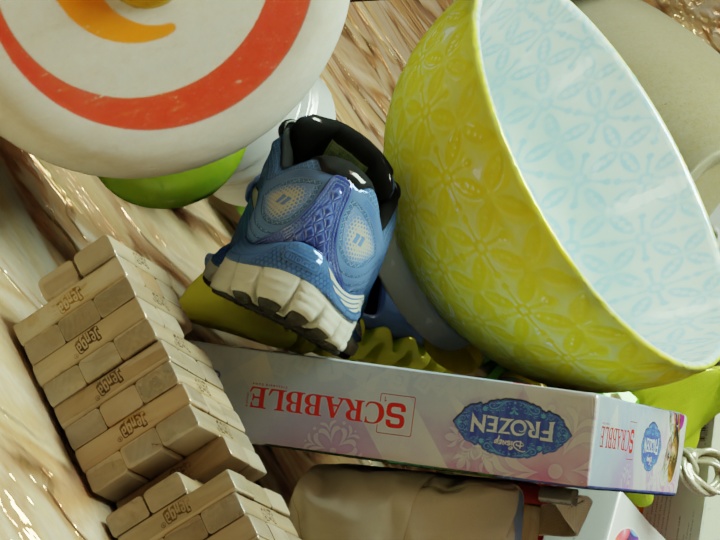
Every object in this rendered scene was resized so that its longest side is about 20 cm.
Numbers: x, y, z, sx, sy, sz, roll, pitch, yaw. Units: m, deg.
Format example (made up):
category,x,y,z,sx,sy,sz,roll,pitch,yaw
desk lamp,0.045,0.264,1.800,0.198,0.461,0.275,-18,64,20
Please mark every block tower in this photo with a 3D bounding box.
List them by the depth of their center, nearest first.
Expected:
category,x,y,z,sx,sy,sz,roll,pitch,yaw
block tower,-0.066,0.087,1.159,0.200,0.054,0.058,62,13,25

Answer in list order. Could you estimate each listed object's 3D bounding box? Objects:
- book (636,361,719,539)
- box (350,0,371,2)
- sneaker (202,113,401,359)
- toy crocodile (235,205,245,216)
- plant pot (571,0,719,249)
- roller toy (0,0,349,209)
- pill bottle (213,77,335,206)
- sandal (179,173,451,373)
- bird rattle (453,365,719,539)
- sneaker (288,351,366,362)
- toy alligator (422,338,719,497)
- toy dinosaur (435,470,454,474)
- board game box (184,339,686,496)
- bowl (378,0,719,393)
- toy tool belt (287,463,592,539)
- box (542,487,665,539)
category,x,y,z,sx,sy,sz,roll,pitch,yaw
book,0.156,0.114,1.638,0.048,0.134,0.200,10,-6,-19
box,0.009,-0.167,1.586,0.198,0.200,0.050,-10,99,-56
sneaker,-0.016,-0.016,1.284,0.078,0.089,0.200,28,-2,-5
toy crocodile,-0.057,-0.073,1.603,0.200,0.067,0.062,50,10,8
plant pot,0.156,-0.042,1.576,0.187,0.187,0.200,51,-9,-24
roller toy,-0.102,-0.134,1.246,0.200,0.183,0.140,29,2,-18
pill bottle,-0.094,-0.111,1.461,0.200,0.112,0.112,42,18,-53
sandal,0.000,0.000,1.454,0.079,0.087,0.200,16,2,37
bird rattle,0.105,0.097,1.563,0.113,0.200,0.163,-18,57,-34
sneaker,0.015,0.036,1.595,0.075,0.081,0.200,57,12,-4
toy alligator,0.088,0.051,1.431,0.200,0.059,0.054,38,-30,-10
toy dinosaur,0.063,0.060,1.708,0.200,0.101,0.058,-107,-163,-48
board game box,0.026,0.065,1.302,0.200,0.199,0.041,18,80,-72
bowl,0.068,-0.022,1.337,0.200,0.108,0.200,44,29,-32
toy tool belt,0.027,0.148,1.295,0.200,0.125,0.123,15,81,-70
box,0.138,0.220,1.470,0.200,0.041,0.156,45,54,-46
